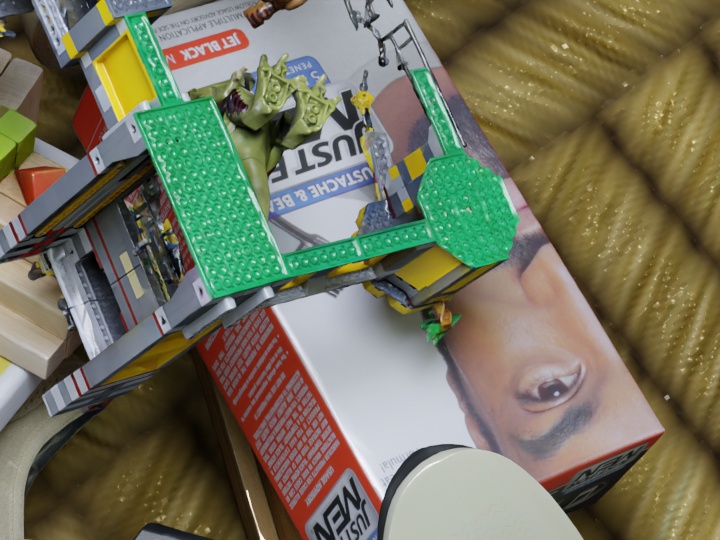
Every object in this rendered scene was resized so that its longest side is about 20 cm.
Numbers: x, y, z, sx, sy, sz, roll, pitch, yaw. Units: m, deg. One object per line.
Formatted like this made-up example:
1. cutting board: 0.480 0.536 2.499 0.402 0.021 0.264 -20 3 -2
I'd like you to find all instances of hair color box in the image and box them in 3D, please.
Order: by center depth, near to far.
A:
1. hair color box: 0.000 0.000 0.877 0.111 0.064 0.201 -20 70 -31

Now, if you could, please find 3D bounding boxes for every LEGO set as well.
1. LEGO set: -0.057 -0.047 0.804 0.153 0.116 0.201 -26 85 -42

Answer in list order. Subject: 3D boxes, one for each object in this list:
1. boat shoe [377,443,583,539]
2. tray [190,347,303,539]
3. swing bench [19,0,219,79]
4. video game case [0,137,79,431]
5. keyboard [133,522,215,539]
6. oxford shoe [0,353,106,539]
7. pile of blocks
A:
1. boat shoe: 0.050 0.137 0.813 0.073 0.063 0.202 -28 114 -9
2. tray: 0.013 0.097 0.919 0.098 0.037 0.201 -15 77 -12
3. swing bench: -0.058 -0.190 0.940 0.199 0.130 0.200 -19 79 -8
4. video game case: -0.192 0.004 0.863 0.181 0.023 0.200 27 48 10
5. keyboard: 0.010 0.129 0.872 0.199 0.040 0.105 16 74 -5
6. oxford shoe: -0.150 0.103 0.874 0.075 0.070 0.201 28 73 -3
7. pile of blocks: -0.145 -0.056 0.870 0.082 0.062 0.200 -24 58 -30
